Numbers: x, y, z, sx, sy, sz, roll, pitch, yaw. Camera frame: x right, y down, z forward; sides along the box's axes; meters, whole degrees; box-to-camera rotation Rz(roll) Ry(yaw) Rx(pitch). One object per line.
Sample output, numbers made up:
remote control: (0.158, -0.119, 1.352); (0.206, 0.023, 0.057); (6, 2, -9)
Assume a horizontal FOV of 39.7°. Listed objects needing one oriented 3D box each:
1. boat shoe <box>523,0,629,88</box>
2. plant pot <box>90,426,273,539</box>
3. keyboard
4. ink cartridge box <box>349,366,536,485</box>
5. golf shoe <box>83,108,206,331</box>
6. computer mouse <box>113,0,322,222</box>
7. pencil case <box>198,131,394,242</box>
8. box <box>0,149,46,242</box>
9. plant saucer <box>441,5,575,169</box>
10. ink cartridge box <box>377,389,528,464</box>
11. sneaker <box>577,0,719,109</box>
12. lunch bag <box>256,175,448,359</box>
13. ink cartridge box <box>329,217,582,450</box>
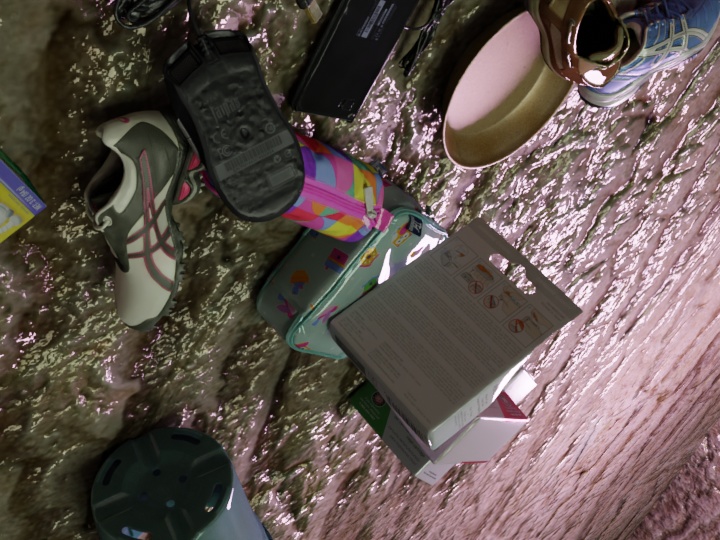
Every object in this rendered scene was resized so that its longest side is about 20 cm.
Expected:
boat shoe: (0.217, -0.222, 0.958); (0.076, 0.074, 0.200); (-48, 150, 8)
plant pot: (-0.196, 0.286, 1.083); (0.200, 0.200, 0.196); (-29, 140, -23)
keyboard: (0.024, -0.216, 0.861); (0.127, 0.021, 0.200); (3, 128, -45)
ink cartridge box: (0.109, 0.159, 1.319); (0.200, 0.147, 0.083); (-45, 151, 0)
golf shoe: (-0.182, -0.039, 0.795); (0.088, 0.077, 0.200); (-6, 125, -37)
computer mouse: (-0.082, -0.146, 0.735); (0.140, 0.046, 0.200); (-35, 114, -15)
pencil case: (-0.052, -0.081, 0.879); (0.088, 0.088, 0.200); (-52, 149, 15)
box: (-0.324, -0.022, 0.661); (0.200, 0.048, 0.117); (-38, 150, -6)
plant saucer: (0.150, -0.196, 1.022); (0.200, 0.035, 0.200); (-31, 148, -21)
ink cartridge box: (0.089, 0.131, 1.203); (0.083, 0.200, 0.146); (-48, 150, 17)
sneaker: (0.328, -0.262, 1.112); (0.200, 0.076, 0.077); (-41, 155, -6)
lunch bag: (0.000, 0.000, 1.049); (0.200, 0.077, 0.160); (-49, 150, 9)
ink cartridge box: (0.094, 0.057, 0.997); (0.200, 0.160, 0.047); (-35, 149, -16)
